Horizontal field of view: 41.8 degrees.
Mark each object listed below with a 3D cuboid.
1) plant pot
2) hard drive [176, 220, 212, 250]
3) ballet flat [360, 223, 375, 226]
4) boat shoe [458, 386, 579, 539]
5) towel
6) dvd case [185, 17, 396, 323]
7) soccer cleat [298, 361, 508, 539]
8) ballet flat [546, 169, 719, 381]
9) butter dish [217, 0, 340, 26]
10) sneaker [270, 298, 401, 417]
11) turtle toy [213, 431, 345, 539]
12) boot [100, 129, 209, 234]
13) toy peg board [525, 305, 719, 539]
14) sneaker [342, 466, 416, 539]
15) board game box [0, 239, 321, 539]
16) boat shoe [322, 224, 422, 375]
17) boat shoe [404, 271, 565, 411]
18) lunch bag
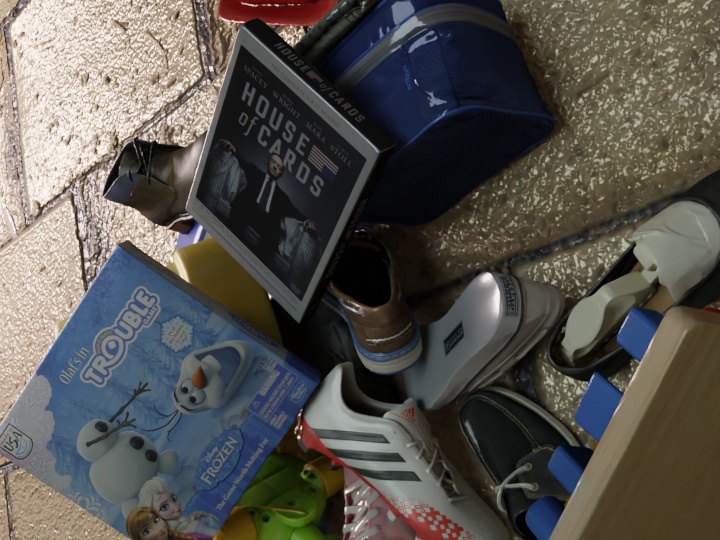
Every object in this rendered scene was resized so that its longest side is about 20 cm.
[{"bbox_3d":[-0.177,0.084,0.887,0.201,0.187,0.203,164,90,-76],"label":"plant pot"},{"bbox_3d":[-0.153,-0.091,1.000,0.132,0.025,0.202,-113,42,-62],"label":"hard drive"},{"bbox_3d":[-0.049,-0.092,0.907,0.199,0.069,0.070,19,102,48],"label":"ballet flat"},{"bbox_3d":[0.134,0.164,0.704,0.200,0.067,0.072,53,125,35],"label":"boat shoe"},{"bbox_3d":[-0.025,-0.195,0.812,0.035,0.193,0.199,47,127,-10],"label":"towel"},{"bbox_3d":[-0.063,-0.071,0.743,0.150,0.025,0.201,43,137,16],"label":"dvd case"},{"bbox_3d":[0.041,0.153,0.763,0.199,0.069,0.086,33,110,15],"label":"soccer cleat"},{"bbox_3d":[0.198,0.009,0.640,0.201,0.068,0.068,-55,54,29],"label":"ballet flat"},{"bbox_3d":[-0.094,-0.347,0.883,0.198,0.147,0.202,18,89,47],"label":"butter dish"},{"bbox_3d":[-0.016,0.067,0.861,0.200,0.076,0.091,49,116,33],"label":"sneaker"},{"bbox_3d":[-0.080,0.238,0.885,0.199,0.145,0.102,23,126,45],"label":"turtle toy"},{"bbox_3d":[-0.197,-0.095,0.939,0.200,0.096,0.076,140,142,-59],"label":"boot"},{"bbox_3d":[0.189,0.106,0.570,0.098,0.197,0.202,48,122,53],"label":"toy peg board"},{"bbox_3d":[0.011,0.230,0.803,0.075,0.104,0.202,-41,60,39],"label":"sneaker"},{"bbox_3d":[-0.168,0.114,0.781,0.198,0.043,0.201,34,96,-4],"label":"board game box"},{"bbox_3d":[0.000,0.000,0.807,0.200,0.072,0.073,-127,19,-51],"label":"boat shoe"},{"bbox_3d":[0.093,0.059,0.748,0.200,0.065,0.073,122,146,-54],"label":"boat shoe"},{"bbox_3d":[0.039,-0.131,0.762,0.199,0.135,0.134,-35,65,41],"label":"lunch bag"}]
